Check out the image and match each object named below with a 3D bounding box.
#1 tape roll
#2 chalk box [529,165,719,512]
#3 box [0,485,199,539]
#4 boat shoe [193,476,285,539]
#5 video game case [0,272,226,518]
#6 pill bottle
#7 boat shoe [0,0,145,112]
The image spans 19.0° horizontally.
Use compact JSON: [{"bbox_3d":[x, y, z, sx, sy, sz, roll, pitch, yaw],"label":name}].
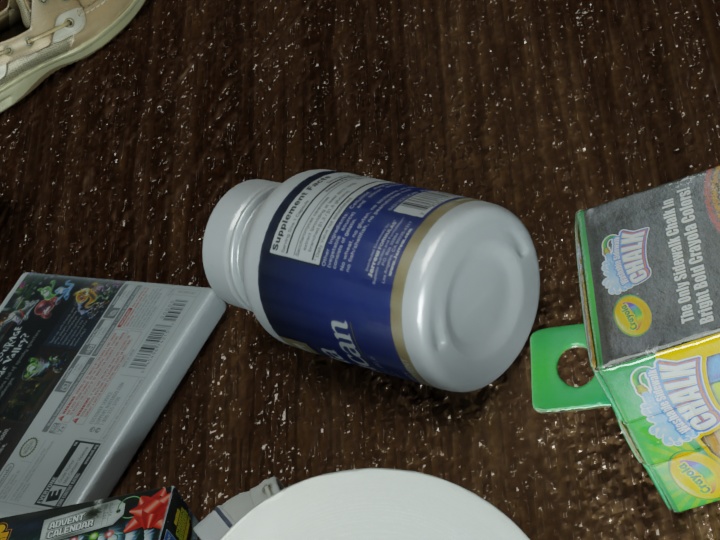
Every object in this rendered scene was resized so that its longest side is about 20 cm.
[{"bbox_3d":[0.006,0.196,1.047,0.201,0.037,0.204,0,66,0],"label":"tape roll"},{"bbox_3d":[0.186,0.033,1.120,0.199,0.124,0.125,-19,40,17],"label":"chalk box"},{"bbox_3d":[-0.196,0.199,1.210,0.199,0.040,0.137,-13,39,21],"label":"box"},{"bbox_3d":[-0.019,0.173,1.151,0.066,0.072,0.200,-40,31,-9],"label":"boat shoe"},{"bbox_3d":[-0.204,0.085,1.407,0.181,0.023,0.201,5,51,37],"label":"video game case"},{"bbox_3d":[0.000,0.000,1.290,0.199,0.111,0.111,14,56,43],"label":"pill bottle"},{"bbox_3d":[-0.252,-0.200,1.720,0.200,0.065,0.071,-40,39,-13],"label":"boat shoe"}]
